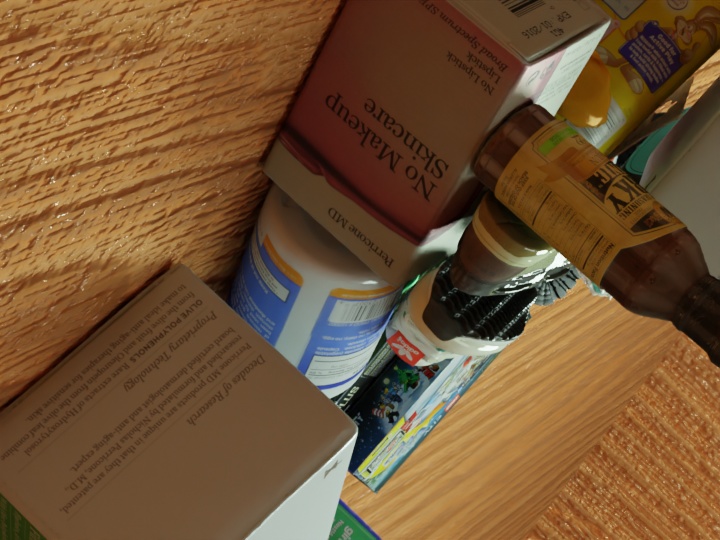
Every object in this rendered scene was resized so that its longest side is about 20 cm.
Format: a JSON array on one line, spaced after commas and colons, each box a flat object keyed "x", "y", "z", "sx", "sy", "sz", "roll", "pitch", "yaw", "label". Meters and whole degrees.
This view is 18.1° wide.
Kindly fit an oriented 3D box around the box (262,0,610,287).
[{"x": 0.045, "y": -0.111, "z": 1.440, "sx": 0.109, "sy": 0.128, "sz": 0.200, "roll": -32, "pitch": 158, "yaw": -49, "label": "box"}]

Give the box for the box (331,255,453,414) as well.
[{"x": 0.001, "y": 0.046, "z": 1.807, "sx": 0.200, "sy": 0.086, "sz": 0.164, "roll": -51, "pitch": 167, "yaw": 6, "label": "box"}]

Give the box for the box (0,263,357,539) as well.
[{"x": -0.133, "y": 0.149, "z": 1.495, "sx": 0.200, "sy": 0.171, "sz": 0.199, "roll": -42, "pitch": 165, "yaw": -25, "label": "box"}]

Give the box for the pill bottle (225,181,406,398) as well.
[{"x": -0.035, "y": 0.021, "z": 1.581, "sx": 0.112, "sy": 0.112, "sz": 0.200, "roll": -38, "pitch": 163, "yaw": -38, "label": "pill bottle"}]

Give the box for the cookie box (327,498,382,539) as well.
[{"x": -0.068, "y": 0.174, "z": 1.702, "sx": 0.075, "sy": 0.200, "sz": 0.171, "roll": -47, "pitch": 166, "yaw": -6, "label": "cookie box"}]

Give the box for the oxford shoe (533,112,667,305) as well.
[{"x": 0.186, "y": -0.063, "z": 1.874, "sx": 0.200, "sy": 0.073, "sz": 0.084, "roll": -42, "pitch": -156, "yaw": -7, "label": "oxford shoe"}]

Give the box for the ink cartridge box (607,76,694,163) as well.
[{"x": 0.178, "y": -0.060, "z": 1.708, "sx": 0.200, "sy": 0.050, "sz": 0.162, "roll": -33, "pitch": -174, "yaw": 18, "label": "ink cartridge box"}]

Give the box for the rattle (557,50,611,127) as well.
[{"x": 0.139, "y": -0.206, "z": 1.466, "sx": 0.130, "sy": 0.143, "sz": 0.200, "roll": -4, "pitch": 147, "yaw": -38, "label": "rattle"}]

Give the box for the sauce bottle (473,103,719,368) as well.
[{"x": 0.159, "y": -0.018, "z": 1.360, "sx": 0.065, "sy": 0.200, "sz": 0.065, "roll": -44, "pitch": 164, "yaw": -16, "label": "sauce bottle"}]

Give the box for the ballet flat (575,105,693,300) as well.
[{"x": 0.232, "y": -0.052, "z": 1.807, "sx": 0.200, "sy": 0.072, "sz": 0.072, "roll": -46, "pitch": 167, "yaw": -29, "label": "ballet flat"}]

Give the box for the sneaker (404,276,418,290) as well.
[{"x": 0.000, "y": 0.000, "z": 1.669, "sx": 0.084, "sy": 0.074, "sz": 0.201, "roll": -92, "pitch": -154, "yaw": -72, "label": "sneaker"}]

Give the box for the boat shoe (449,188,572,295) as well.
[{"x": 0.112, "y": -0.026, "z": 1.476, "sx": 0.066, "sy": 0.072, "sz": 0.201, "roll": -44, "pitch": 170, "yaw": 25, "label": "boat shoe"}]

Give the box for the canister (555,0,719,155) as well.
[{"x": 0.173, "y": -0.174, "z": 1.628, "sx": 0.200, "sy": 0.149, "sz": 0.087, "roll": -43, "pitch": 170, "yaw": -16, "label": "canister"}]

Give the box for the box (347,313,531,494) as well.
[{"x": 0.056, "y": 0.087, "z": 1.824, "sx": 0.200, "sy": 0.038, "sz": 0.137, "roll": -48, "pitch": 166, "yaw": -4, "label": "box"}]

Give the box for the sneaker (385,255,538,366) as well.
[{"x": 0.057, "y": 0.037, "z": 1.509, "sx": 0.093, "sy": 0.070, "sz": 0.200, "roll": -41, "pitch": 179, "yaw": 17, "label": "sneaker"}]

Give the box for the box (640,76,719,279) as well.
[{"x": 0.324, "y": -0.076, "z": 1.642, "sx": 0.200, "sy": 0.171, "sz": 0.199, "roll": -51, "pitch": 180, "yaw": 19, "label": "box"}]
